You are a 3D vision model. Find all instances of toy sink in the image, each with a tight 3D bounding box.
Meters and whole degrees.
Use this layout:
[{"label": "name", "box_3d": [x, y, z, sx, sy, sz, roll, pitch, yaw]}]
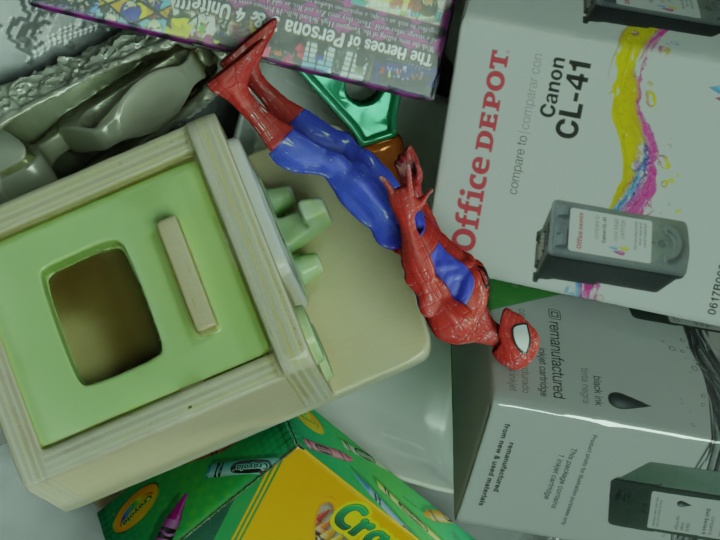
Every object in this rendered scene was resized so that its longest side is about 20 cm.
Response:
[{"label": "toy sink", "box_3d": [-0.080, 0.011, 1.245, 0.199, 0.112, 0.131, -22, 78, 0]}]

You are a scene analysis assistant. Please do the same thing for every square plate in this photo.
[{"label": "square plate", "box_3d": [0.000, 0.000, 1.372, 0.197, 0.028, 0.201, 16, 93, -30]}]

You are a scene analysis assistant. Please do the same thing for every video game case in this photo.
[{"label": "video game case", "box_3d": [-0.041, -0.190, 1.254, 0.199, 0.036, 0.182, 12, 91, -8]}]

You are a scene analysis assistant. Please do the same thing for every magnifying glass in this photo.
[{"label": "magnifying glass", "box_3d": [0.003, -0.085, 1.320, 0.079, 0.022, 0.201, -17, 114, -5]}]

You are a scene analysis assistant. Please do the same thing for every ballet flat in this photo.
[{"label": "ballet flat", "box_3d": [-0.144, -0.066, 1.283, 0.200, 0.072, 0.072, -35, 117, -8]}]

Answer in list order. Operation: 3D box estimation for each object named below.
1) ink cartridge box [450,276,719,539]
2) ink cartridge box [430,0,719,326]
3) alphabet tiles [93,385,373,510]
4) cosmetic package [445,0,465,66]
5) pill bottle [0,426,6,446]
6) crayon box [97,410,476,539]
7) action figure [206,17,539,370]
[{"label": "ink cartridge box", "box_3d": [0.150, 0.065, 1.321, 0.199, 0.146, 0.084, 10, 127, -7]}, {"label": "ink cartridge box", "box_3d": [0.139, -0.061, 1.282, 0.199, 0.086, 0.148, 10, 123, 3]}, {"label": "alphabet tiles", "box_3d": [-0.083, 0.039, 1.365, 0.199, 0.015, 0.196, 27, 89, -27]}, {"label": "cosmetic package", "box_3d": [0.086, -0.128, 1.351, 0.083, 0.051, 0.200, -42, 115, -18]}, {"label": "pill bottle", "box_3d": [-0.275, 0.080, 1.248, 0.199, 0.114, 0.115, -26, 115, -13]}, {"label": "crayon box", "box_3d": [-0.026, 0.152, 1.369, 0.119, 0.058, 0.200, -39, 131, 11]}, {"label": "action figure", "box_3d": [0.013, -0.030, 1.229, 0.052, 0.065, 0.200, -38, 101, 12]}]
